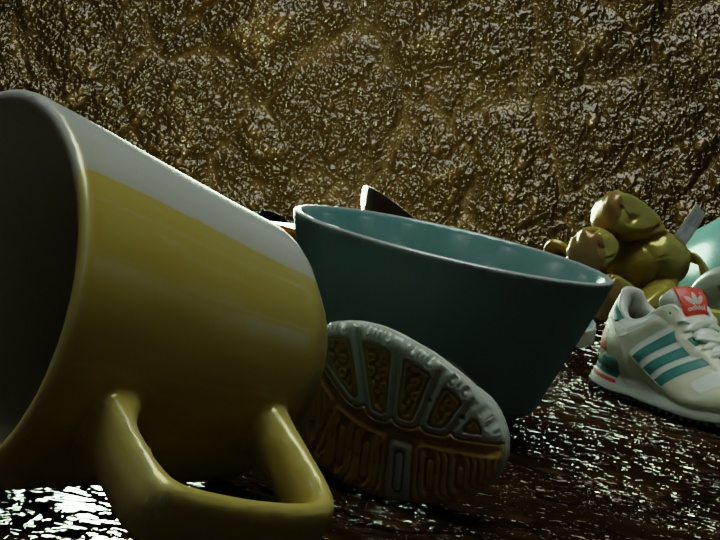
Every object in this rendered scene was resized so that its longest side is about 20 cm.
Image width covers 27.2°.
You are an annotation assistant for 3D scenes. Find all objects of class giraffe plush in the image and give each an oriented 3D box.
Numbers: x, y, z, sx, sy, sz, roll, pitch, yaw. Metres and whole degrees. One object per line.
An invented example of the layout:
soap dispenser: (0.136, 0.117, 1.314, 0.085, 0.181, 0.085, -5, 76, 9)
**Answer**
giraffe plush: (0.290, 0.002, 1.729, 0.199, 0.173, 0.162, -30, 3, -36)

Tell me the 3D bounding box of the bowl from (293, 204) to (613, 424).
bowl: (0.047, 0.032, 0.915, 0.199, 0.106, 0.201, 12, 7, -1)

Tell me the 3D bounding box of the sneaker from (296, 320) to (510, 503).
sneaker: (-0.004, 0.057, 0.716, 0.199, 0.076, 0.087, 14, 6, 36)

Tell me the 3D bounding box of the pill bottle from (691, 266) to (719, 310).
pill bottle: (0.409, 0.060, 1.406, 0.199, 0.111, 0.109, 8, 5, -28)

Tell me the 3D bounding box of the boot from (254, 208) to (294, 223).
boot: (-0.067, -0.033, 1.755, 0.167, 0.077, 0.200, 13, 10, -14)

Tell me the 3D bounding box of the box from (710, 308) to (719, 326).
box: (0.369, 0.080, 1.295, 0.198, 0.076, 0.050, 8, 4, -7)

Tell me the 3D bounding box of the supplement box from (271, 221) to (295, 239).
supplement box: (0.000, 0.000, 1.502, 0.125, 0.074, 0.199, 14, 5, 37)

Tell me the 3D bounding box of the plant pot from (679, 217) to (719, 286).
plant pot: (0.492, 0.009, 1.863, 0.199, 0.202, 0.187, 6, -9, -44)

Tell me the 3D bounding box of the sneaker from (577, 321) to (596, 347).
sneaker: (0.194, 0.031, 1.475, 0.073, 0.083, 0.200, 12, 5, 20)

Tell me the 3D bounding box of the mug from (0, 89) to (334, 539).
mug: (-0.092, 0.038, 0.597, 0.149, 0.188, 0.153, -28, -31, 36)

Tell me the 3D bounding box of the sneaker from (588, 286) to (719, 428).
sneaker: (0.250, 0.061, 1.123, 0.070, 0.094, 0.199, 7, 5, -29)

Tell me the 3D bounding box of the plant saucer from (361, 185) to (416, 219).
plant saucer: (0.071, -0.028, 1.822, 0.200, 0.032, 0.200, 41, -4, 4)
